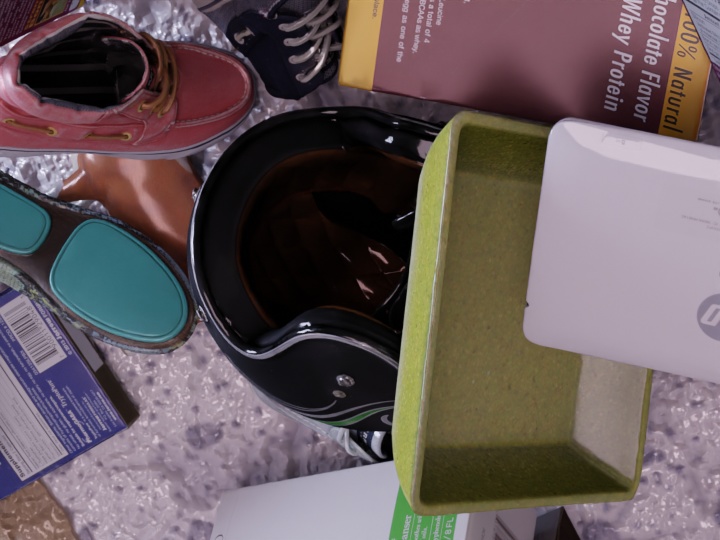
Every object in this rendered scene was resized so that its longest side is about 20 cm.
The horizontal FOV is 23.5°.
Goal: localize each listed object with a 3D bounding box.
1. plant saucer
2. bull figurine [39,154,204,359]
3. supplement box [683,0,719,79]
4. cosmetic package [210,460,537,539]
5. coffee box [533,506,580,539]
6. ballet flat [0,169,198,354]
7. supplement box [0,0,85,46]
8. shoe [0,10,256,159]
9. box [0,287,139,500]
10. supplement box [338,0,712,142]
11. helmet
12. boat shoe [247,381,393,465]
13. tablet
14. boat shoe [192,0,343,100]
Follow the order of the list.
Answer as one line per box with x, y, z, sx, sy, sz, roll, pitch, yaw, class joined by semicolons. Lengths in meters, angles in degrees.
0.087;0.024;0.930;0.048;0.199;0.202;9;93;43;plant saucer
-0.141;-0.044;1.094;0.121;0.065;0.201;-32;93;26;bull figurine
0.258;-0.101;0.860;0.130;0.103;0.201;-34;119;-2;supplement box
0.002;0.188;1.081;0.199;0.108;0.085;-14;135;29;cosmetic package
0.068;0.253;1.136;0.199;0.080;0.114;-26;101;19;coffee box
-0.180;-0.005;1.057;0.199;0.074;0.075;32;112;13;ballet flat
-0.211;-0.211;0.981;0.103;0.200;0.132;28;110;1;supplement box
-0.130;-0.106;0.998;0.091;0.199;0.072;-17;83;54;shoe
-0.263;0.098;1.182;0.199;0.032;0.122;-30;99;18;box
0.108;-0.192;0.955;0.198;0.133;0.199;11;109;9;supplement box
0.000;0.000;1.010;0.190;0.199;0.202;6;112;44;helmet
0.019;0.089;1.098;0.199;0.072;0.071;15;110;6;boat shoe
0.182;0.002;0.840;0.198;0.014;0.131;13;123;13;tablet
-0.032;-0.151;0.981;0.075;0.200;0.093;-40;104;-12;boat shoe
